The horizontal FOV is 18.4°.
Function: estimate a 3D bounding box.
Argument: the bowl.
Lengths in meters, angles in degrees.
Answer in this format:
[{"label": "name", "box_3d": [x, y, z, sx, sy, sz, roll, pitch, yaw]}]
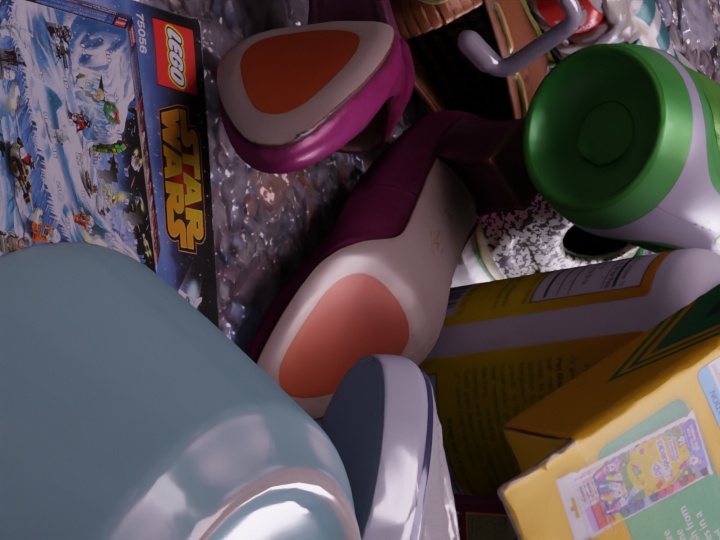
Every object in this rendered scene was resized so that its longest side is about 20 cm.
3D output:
[{"label": "bowl", "box_3d": [-0.072, 0.100, 0.685, 0.201, 0.105, 0.202, -28, 126, -48]}]

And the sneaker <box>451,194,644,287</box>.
[{"label": "sneaker", "box_3d": [0.113, -0.005, 1.099, 0.200, 0.088, 0.077, 20, 65, -56]}]

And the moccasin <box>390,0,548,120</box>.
[{"label": "moccasin", "box_3d": [0.024, -0.127, 1.011, 0.202, 0.073, 0.078, 59, 28, -43]}]

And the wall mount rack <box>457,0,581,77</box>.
[{"label": "wall mount rack", "box_3d": [0.041, -0.178, 0.921, 0.174, 0.074, 0.200, 53, 33, -9]}]

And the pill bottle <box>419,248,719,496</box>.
[{"label": "pill bottle", "box_3d": [0.105, 0.052, 0.964, 0.109, 0.199, 0.110, 22, 64, -54]}]

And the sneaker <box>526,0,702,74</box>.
[{"label": "sneaker", "box_3d": [0.116, -0.109, 1.080, 0.093, 0.070, 0.201, -20, 90, -63]}]

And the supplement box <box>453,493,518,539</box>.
[{"label": "supplement box", "box_3d": [0.056, 0.161, 0.884, 0.199, 0.103, 0.132, 9, 72, -32]}]

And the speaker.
[{"label": "speaker", "box_3d": [0.158, -0.041, 0.999, 0.200, 0.088, 0.089, 17, 67, -49]}]

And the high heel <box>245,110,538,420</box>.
[{"label": "high heel", "box_3d": [0.000, 0.000, 0.970, 0.200, 0.096, 0.068, -40, 111, -32]}]

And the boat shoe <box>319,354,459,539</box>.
[{"label": "boat shoe", "box_3d": [0.024, 0.133, 0.761, 0.086, 0.075, 0.203, 10, 75, -23]}]

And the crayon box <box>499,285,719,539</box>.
[{"label": "crayon box", "box_3d": [0.140, 0.080, 0.830, 0.199, 0.052, 0.126, -31, 105, -23]}]

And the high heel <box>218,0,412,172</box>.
[{"label": "high heel", "box_3d": [-0.010, -0.057, 0.885, 0.200, 0.067, 0.097, -64, 152, -61]}]

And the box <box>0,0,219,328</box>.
[{"label": "box", "box_3d": [-0.105, -0.002, 0.788, 0.137, 0.040, 0.201, 11, 73, -56]}]

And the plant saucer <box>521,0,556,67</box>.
[{"label": "plant saucer", "box_3d": [0.070, -0.200, 1.140, 0.200, 0.031, 0.201, 22, 63, -54]}]
